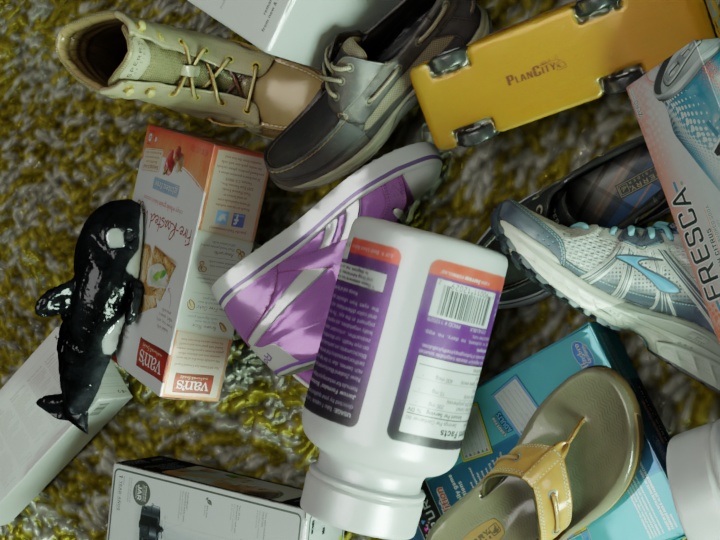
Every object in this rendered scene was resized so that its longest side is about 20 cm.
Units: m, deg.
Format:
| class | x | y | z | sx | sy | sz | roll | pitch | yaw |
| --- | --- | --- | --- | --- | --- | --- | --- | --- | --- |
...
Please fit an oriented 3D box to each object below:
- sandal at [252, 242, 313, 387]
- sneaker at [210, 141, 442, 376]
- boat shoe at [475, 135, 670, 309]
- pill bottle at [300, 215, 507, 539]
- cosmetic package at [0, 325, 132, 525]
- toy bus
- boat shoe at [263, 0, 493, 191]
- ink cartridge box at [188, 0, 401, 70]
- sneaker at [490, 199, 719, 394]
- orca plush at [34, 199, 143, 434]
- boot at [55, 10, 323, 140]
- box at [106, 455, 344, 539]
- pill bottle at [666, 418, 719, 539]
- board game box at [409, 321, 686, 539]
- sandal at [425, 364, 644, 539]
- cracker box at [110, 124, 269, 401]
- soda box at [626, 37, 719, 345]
| class | x | y | z | sx | sy | sz | roll | pitch | yaw |
| --- | --- | --- | --- | --- | --- | --- | --- | --- | --- |
| sandal | -0.058 | 0.041 | 0.961 | 0.202 | 0.050 | 0.083 | 29 | 103 | 31 |
| sneaker | 0.000 | 0.000 | 0.904 | 0.200 | 0.073 | 0.115 | -39 | 77 | 4 |
| boat shoe | 0.146 | -0.038 | 0.835 | 0.200 | 0.056 | 0.069 | -34 | 72 | 26 |
| pill bottle | 0.023 | 0.073 | 0.824 | 0.111 | 0.111 | 0.201 | 16 | 91 | 31 |
| cosmetic package | -0.298 | 0.144 | 1.106 | 0.200 | 0.051 | 0.083 | -44 | 70 | 22 |
| toy bus | 0.137 | -0.145 | 0.819 | 0.199 | 0.078 | 0.065 | -18 | 102 | 26 |
| boat shoe | 0.002 | -0.142 | 0.884 | 0.200 | 0.073 | 0.075 | -41 | 40 | 0 |
| ink cartridge box | -0.080 | -0.233 | 0.930 | 0.200 | 0.144 | 0.085 | 37 | 107 | 28 |
| sneaker | 0.179 | -0.001 | 0.787 | 0.199 | 0.078 | 0.087 | 30 | 93 | -1 |
| orca plush | -0.239 | 0.033 | 0.999 | 0.201 | 0.071 | 0.105 | -63 | 38 | 25 |
| boot | -0.122 | -0.152 | 0.946 | 0.199 | 0.155 | 0.073 | 20 | 99 | 30 |
| box | -0.113 | 0.226 | 0.984 | 0.199 | 0.060 | 0.118 | 6 | 91 | 32 |
| pill bottle | 0.290 | 0.110 | 0.708 | 0.199 | 0.113 | 0.114 | -25 | 75 | 29 |
| board game box | 0.119 | 0.149 | 0.851 | 0.199 | 0.047 | 0.152 | -33 | 72 | 27 |
| sandal | 0.108 | 0.147 | 0.798 | 0.200 | 0.054 | 0.080 | -48 | 66 | 21 |
| cracker box | -0.145 | -0.009 | 0.986 | 0.134 | 0.057 | 0.201 | 21 | 101 | 55 |
| soda box | 0.233 | -0.036 | 0.728 | 0.068 | 0.063 | 0.201 | -35 | 70 | 57 |
